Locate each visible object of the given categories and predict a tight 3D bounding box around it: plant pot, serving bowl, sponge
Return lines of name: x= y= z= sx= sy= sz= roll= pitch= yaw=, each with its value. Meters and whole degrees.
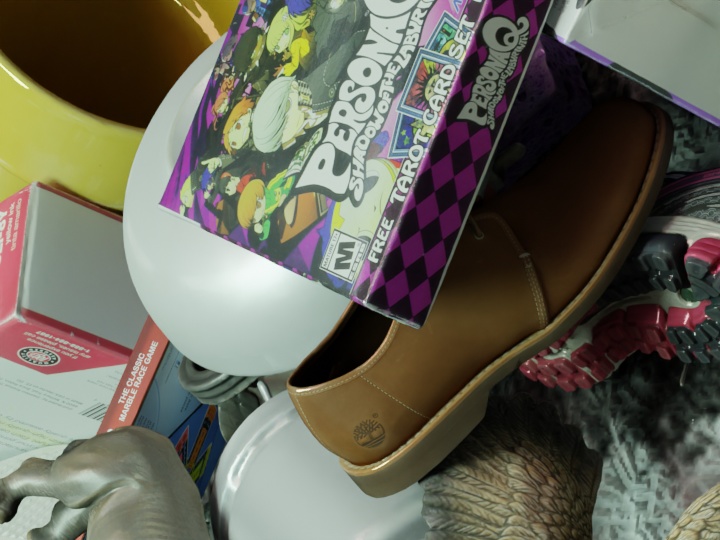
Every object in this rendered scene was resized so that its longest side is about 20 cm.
plant pot: x=-0.160 y=-0.091 z=1.472 sx=0.189 sy=0.199 sz=0.202 roll=-55 pitch=35 yaw=44
serving bowl: x=-0.036 y=-0.054 z=1.227 sx=0.199 sy=0.066 sz=0.201 roll=-24 pitch=46 yaw=27
sponge: x=0.048 y=-0.123 z=1.340 sx=0.112 sy=0.030 sz=0.201 roll=-43 pitch=43 yaw=32

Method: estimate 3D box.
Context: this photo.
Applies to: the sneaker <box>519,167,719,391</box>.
sneaker: x=0.113 y=0.001 z=1.167 sx=0.199 sy=0.081 sz=0.075 roll=-6 pitch=40 yaw=50

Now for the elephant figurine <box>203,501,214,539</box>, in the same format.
elephant figurine: x=-0.106 y=0.203 z=1.277 sx=0.155 sy=0.141 sz=0.201 roll=8 pitch=83 yaw=59

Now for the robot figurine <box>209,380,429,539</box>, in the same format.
robot figurine: x=0.004 y=0.121 z=1.201 sx=0.200 sy=0.112 sz=0.171 roll=40 pitch=134 yaw=52

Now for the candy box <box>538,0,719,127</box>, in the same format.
candy box: x=0.109 y=-0.124 z=1.144 sx=0.072 sy=0.167 sz=0.200 roll=-62 pitch=35 yaw=7

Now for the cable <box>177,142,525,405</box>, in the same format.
cable: x=0.000 y=0.000 z=1.254 sx=0.200 sy=0.050 sz=0.097 roll=-51 pitch=36 yaw=9

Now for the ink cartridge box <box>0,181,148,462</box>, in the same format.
ink cartridge box: x=-0.180 y=0.043 z=1.452 sx=0.199 sy=0.145 sz=0.084 roll=-27 pitch=52 yaw=42

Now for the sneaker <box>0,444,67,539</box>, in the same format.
sneaker: x=-0.178 y=0.150 z=1.473 sx=0.199 sy=0.082 sz=0.074 roll=-7 pitch=47 yaw=28

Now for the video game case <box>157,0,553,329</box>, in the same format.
video game case: x=0.005 y=-0.094 z=1.089 sx=0.181 sy=0.036 sz=0.201 roll=25 pitch=94 yaw=57

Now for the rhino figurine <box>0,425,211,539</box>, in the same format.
rhino figurine: x=-0.087 y=0.158 z=1.192 sx=0.087 sy=0.060 sz=0.201 roll=-32 pitch=69 yaw=6

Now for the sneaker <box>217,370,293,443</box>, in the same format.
sneaker: x=-0.033 y=-0.009 z=1.343 sx=0.089 sy=0.076 sz=0.201 roll=-158 pitch=82 yaw=-83

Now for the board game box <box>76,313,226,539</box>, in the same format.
board game box: x=-0.091 y=0.067 z=1.347 sx=0.019 sy=0.103 sz=0.201 roll=18 pitch=79 yaw=26

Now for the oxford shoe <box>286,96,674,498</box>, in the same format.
oxford shoe: x=0.050 y=-0.003 z=1.092 sx=0.200 sy=0.071 sz=0.071 roll=-48 pitch=26 yaw=-8

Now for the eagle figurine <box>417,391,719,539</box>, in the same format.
eagle figurine: x=0.098 y=0.139 z=1.065 sx=0.151 sy=0.151 sz=0.202 roll=159 pitch=121 yaw=-70
